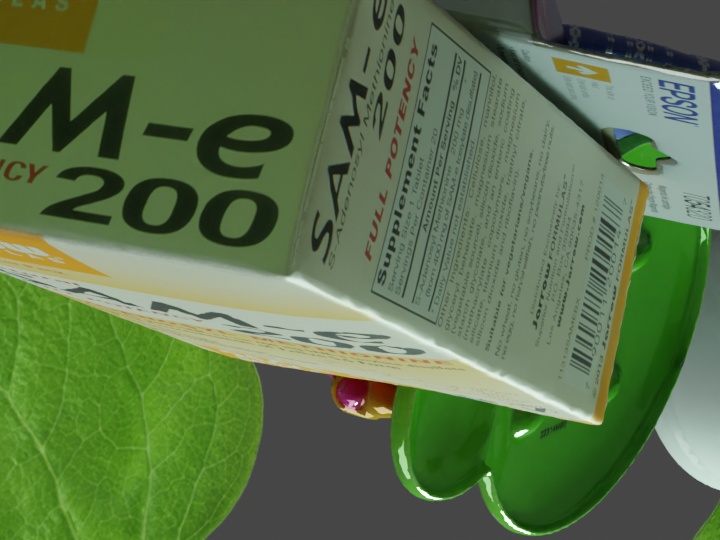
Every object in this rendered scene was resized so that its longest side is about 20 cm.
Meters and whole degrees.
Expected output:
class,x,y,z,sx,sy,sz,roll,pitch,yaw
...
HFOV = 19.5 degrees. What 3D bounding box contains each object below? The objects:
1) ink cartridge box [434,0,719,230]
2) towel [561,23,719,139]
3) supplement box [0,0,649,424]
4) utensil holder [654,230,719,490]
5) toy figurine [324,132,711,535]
class,x,y,z,sx,sy,sz,roll,pitch,yaw
ink cartridge box,0.008,-0.064,0.582,0.200,0.043,0.196,11,173,12
towel,0.032,-0.074,0.729,0.200,0.024,0.145,11,178,-7
supplement box,-0.020,-0.019,0.520,0.126,0.074,0.200,9,171,27
utensil holder,0.281,0.050,1.135,0.170,0.170,0.200,12,176,-34
toy figurine,0.000,0.000,0.763,0.184,0.150,0.200,21,-159,31
